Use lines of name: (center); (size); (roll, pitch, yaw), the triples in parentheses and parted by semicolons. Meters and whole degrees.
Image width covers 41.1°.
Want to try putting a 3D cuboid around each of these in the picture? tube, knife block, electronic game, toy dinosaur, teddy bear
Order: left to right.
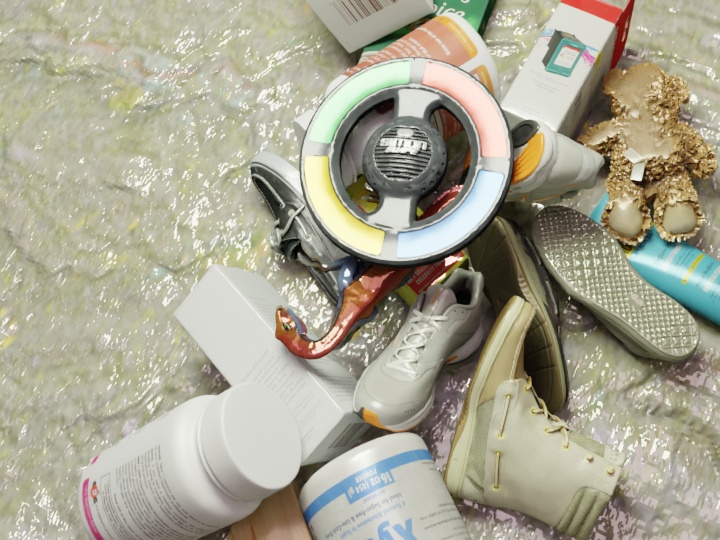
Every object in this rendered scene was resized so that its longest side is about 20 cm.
knife block: (-0.046, 0.291, 0.878); (0.173, 0.064, 0.203); (18, 71, 14)
toy dinosaur: (0.000, 0.000, 0.884); (0.105, 0.199, 0.183); (41, 48, -15)
electronic game: (0.040, -0.100, 0.868); (0.196, 0.042, 0.204); (-3, 72, 10)
teddy bear: (0.294, -0.114, 0.990); (0.143, 0.067, 0.203); (-21, 59, 11)
tube: (0.311, -0.004, 0.963); (0.199, 0.051, 0.078); (33, 65, 25)

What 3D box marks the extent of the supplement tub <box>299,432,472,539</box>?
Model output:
supplement tub: (0.039, 0.260, 0.843); (0.130, 0.132, 0.202); (-26, 66, -4)

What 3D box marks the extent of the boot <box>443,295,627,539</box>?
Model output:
boot: (0.170, 0.137, 0.875); (0.152, 0.072, 0.204); (18, 105, 13)

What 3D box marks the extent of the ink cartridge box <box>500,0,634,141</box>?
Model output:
ink cartridge box: (0.219, -0.207, 1.015); (0.066, 0.117, 0.202); (26, 73, 17)

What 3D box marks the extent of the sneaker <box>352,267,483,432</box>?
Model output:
sneaker: (0.056, 0.064, 0.898); (0.075, 0.093, 0.200); (22, 40, 21)

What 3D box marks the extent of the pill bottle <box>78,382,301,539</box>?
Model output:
pill bottle: (-0.153, 0.182, 0.863); (0.199, 0.112, 0.115); (-31, 62, 32)

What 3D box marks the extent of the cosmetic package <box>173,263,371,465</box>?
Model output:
cosmetic package: (-0.080, 0.090, 0.935); (0.071, 0.101, 0.200); (-47, 68, 10)

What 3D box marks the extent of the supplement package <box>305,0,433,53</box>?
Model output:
supplement package: (0.002, -0.372, 1.075); (0.115, 0.117, 0.203); (-21, 53, 25)

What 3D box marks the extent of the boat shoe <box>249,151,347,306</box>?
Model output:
boat shoe: (-0.063, -0.040, 1.008); (0.068, 0.074, 0.200); (-37, 77, -18)

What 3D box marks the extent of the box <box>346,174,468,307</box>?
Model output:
box: (0.022, -0.048, 1.012); (0.075, 0.050, 0.200); (-39, 69, -10)

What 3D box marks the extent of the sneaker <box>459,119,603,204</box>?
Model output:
sneaker: (0.163, -0.091, 0.945); (0.090, 0.200, 0.077); (16, 87, -16)

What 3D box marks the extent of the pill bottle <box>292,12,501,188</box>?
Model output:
pill bottle: (0.035, -0.166, 0.975); (0.198, 0.113, 0.113); (-32, 68, -10)

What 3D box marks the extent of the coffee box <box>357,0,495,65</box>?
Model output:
coffee box: (0.076, -0.271, 1.098); (0.121, 0.044, 0.203); (18, 72, 14)

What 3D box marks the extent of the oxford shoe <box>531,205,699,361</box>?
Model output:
oxford shoe: (0.244, 0.017, 0.945); (0.200, 0.058, 0.075); (43, 81, 12)

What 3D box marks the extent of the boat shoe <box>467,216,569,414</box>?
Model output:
boat shoe: (0.168, 0.039, 0.949); (0.065, 0.071, 0.204); (-9, 75, -42)
